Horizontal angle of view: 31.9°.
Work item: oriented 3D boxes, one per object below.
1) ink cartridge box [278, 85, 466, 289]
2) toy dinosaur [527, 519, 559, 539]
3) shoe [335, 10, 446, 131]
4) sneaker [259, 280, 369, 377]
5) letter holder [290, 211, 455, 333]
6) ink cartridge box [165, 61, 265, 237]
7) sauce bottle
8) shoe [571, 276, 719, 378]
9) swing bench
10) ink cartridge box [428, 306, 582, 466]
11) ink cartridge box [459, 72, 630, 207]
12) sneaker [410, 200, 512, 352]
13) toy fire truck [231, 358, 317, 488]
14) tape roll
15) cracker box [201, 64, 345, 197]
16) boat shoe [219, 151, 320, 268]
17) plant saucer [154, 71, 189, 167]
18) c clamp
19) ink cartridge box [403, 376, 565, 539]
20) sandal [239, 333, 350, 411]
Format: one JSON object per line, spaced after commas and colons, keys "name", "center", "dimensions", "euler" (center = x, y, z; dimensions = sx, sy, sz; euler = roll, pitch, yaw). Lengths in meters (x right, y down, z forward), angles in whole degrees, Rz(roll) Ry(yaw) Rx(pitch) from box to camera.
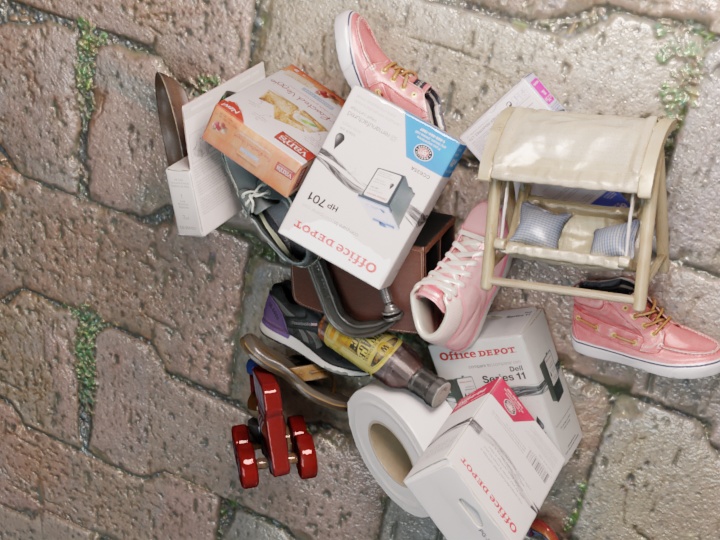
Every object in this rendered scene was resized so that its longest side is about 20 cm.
{"name": "ink cartridge box", "center": [0.015, -0.099, 1.503], "dimensions": [0.146, 0.086, 0.200], "euler": [29, 98, 6]}
{"name": "toy dinosaur", "center": [0.295, 0.439, 1.800], "dimensions": [0.200, 0.105, 0.182], "euler": [-4, 103, -9]}
{"name": "shoe", "center": [0.041, -0.234, 1.563], "dimensions": [0.091, 0.071, 0.200], "euler": [-10, 111, 27]}
{"name": "sneaker", "center": [-0.051, 0.080, 1.787], "dimensions": [0.200, 0.076, 0.088], "euler": [23, 118, 18]}
{"name": "letter holder", "center": [0.015, -0.009, 1.684], "dimensions": [0.200, 0.101, 0.142], "euler": [13, 122, 24]}
{"name": "ink cartridge box", "center": [-0.181, -0.163, 1.650], "dimensions": [0.045, 0.200, 0.176], "euler": [6, 117, 27]}
{"name": "sauce bottle", "center": [0.033, 0.115, 1.692], "dimensions": [0.200, 0.066, 0.066], "euler": [30, 127, 27]}
{"name": "shoe", "center": [0.353, 0.068, 1.549], "dimensions": [0.200, 0.071, 0.091], "euler": [11, 125, 30]}
{"name": "swing bench", "center": [0.248, -0.078, 1.449], "dimensions": [0.199, 0.130, 0.200], "euler": [7, 116, 25]}
{"name": "ink cartridge box", "center": [0.194, 0.160, 1.681], "dimensions": [0.146, 0.083, 0.200], "euler": [-10, 109, 33]}
{"name": "ink cartridge box", "center": [0.229, -0.128, 1.536], "dimensions": [0.200, 0.042, 0.119], "euler": [50, 126, 0]}
{"name": "sneaker", "center": [0.126, 0.005, 1.583], "dimensions": [0.075, 0.105, 0.200], "euler": [22, 97, 37]}
{"name": "toy fire truck", "center": [-0.134, 0.216, 1.850], "dimensions": [0.112, 0.200, 0.168], "euler": [-7, 104, -10]}
{"name": "tape roll", "center": [0.068, 0.239, 1.750], "dimensions": [0.202, 0.071, 0.203], "euler": [42, 148, 34]}
{"name": "cracker box", "center": [-0.090, -0.180, 1.587], "dimensions": [0.134, 0.200, 0.058], "euler": [35, 124, 8]}
{"name": "boat shoe", "center": [-0.115, -0.090, 1.587], "dimensions": [0.073, 0.062, 0.200], "euler": [-32, 94, 16]}
{"name": "plant saucer", "center": [-0.245, -0.174, 1.720], "dimensions": [0.032, 0.200, 0.200], "euler": [-12, 116, -13]}
{"name": "c clamp", "center": [0.000, 0.000, 1.615], "dimensions": [0.171, 0.027, 0.200], "euler": [-2, 115, 31]}
{"name": "ink cartridge box", "center": [0.157, 0.251, 1.570], "dimensions": [0.083, 0.200, 0.145], "euler": [-33, 97, 36]}
{"name": "sandal", "center": [-0.083, 0.142, 1.820], "dimensions": [0.200, 0.082, 0.055], "euler": [36, 94, -10]}
